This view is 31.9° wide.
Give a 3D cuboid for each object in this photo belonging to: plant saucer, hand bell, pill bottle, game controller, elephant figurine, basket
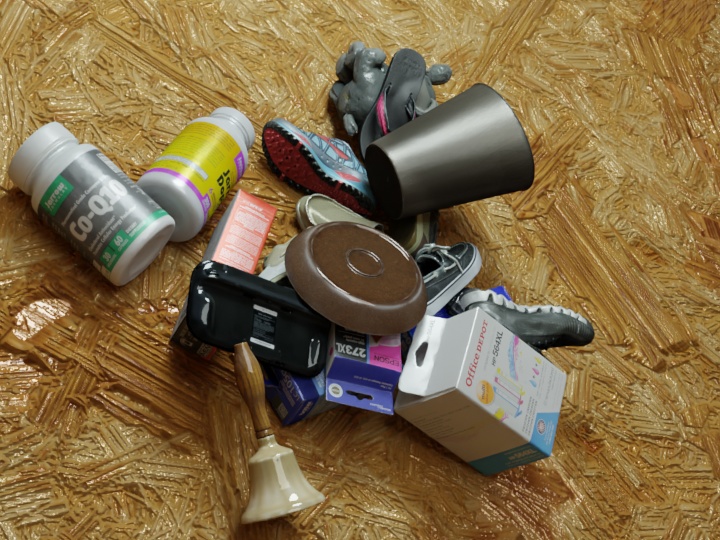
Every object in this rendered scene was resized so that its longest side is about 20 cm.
[{"bbox_3d":[0.000,0.000,1.618,0.198,0.035,0.201,16,38,-12],"label":"plant saucer"},{"bbox_3d":[-0.114,0.183,1.475,0.103,0.104,0.203,-11,84,-35],"label":"hand bell"},{"bbox_3d":[-0.217,-0.137,1.701,0.104,0.104,0.201,34,47,-2],"label":"pill bottle"},{"bbox_3d":[-0.121,0.060,1.534,0.198,0.042,0.106,22,66,-30],"label":"game controller"},{"bbox_3d":[0.062,-0.265,1.938,0.198,0.157,0.141,16,7,-26],"label":"elephant figurine"},{"bbox_3d":[0.118,-0.158,1.789,0.198,0.137,0.181,-23,61,-20],"label":"basket"},{"bbox_3d":[-0.340,-0.086,1.588,0.200,0.113,0.113,41,47,5],"label":"pill bottle"}]

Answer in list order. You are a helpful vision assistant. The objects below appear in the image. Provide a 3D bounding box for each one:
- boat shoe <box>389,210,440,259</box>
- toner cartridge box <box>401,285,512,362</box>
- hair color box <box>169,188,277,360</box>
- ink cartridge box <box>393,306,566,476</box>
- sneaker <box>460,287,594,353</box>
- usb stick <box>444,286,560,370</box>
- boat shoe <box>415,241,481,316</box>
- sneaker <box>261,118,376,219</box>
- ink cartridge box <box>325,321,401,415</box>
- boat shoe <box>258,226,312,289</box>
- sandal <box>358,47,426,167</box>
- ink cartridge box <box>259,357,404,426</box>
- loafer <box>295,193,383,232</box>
[{"bbox_3d":[0.084,-0.086,1.865,0.066,0.071,0.202,42,35,-29],"label":"boat shoe"},{"bbox_3d":[0.145,0.091,1.777,0.198,0.043,0.096,-15,65,-37],"label":"toner cartridge box"},{"bbox_3d":[-0.175,0.004,1.622,0.061,0.102,0.201,27,49,-11],"label":"hair color box"},{"bbox_3d":[0.148,0.152,1.634,0.199,0.125,0.130,36,53,-25],"label":"ink cartridge box"},{"bbox_3d":[0.227,0.090,1.712,0.198,0.067,0.091,14,56,-16],"label":"sneaker"},{"bbox_3d":[0.202,0.102,1.752,0.200,0.033,0.055,42,54,2],"label":"usb stick"},{"bbox_3d":[0.105,-0.003,1.754,0.199,0.073,0.069,-40,117,-45],"label":"boat shoe"},{"bbox_3d":[-0.057,-0.156,1.836,0.199,0.079,0.096,39,40,-12],"label":"sneaker"},{"bbox_3d":[0.003,0.083,1.609,0.094,0.037,0.202,15,52,-19],"label":"ink cartridge box"},{"bbox_3d":[-0.097,0.007,1.692,0.068,0.075,0.199,30,48,34],"label":"boat shoe"},{"bbox_3d":[0.051,-0.233,1.841,0.074,0.045,0.203,20,81,-21],"label":"sandal"},{"bbox_3d":[-0.062,0.112,1.625,0.198,0.077,0.137,-16,65,-35],"label":"ink cartridge box"},{"bbox_3d":[-0.003,-0.046,1.779,0.199,0.068,0.076,38,47,1],"label":"loafer"}]
